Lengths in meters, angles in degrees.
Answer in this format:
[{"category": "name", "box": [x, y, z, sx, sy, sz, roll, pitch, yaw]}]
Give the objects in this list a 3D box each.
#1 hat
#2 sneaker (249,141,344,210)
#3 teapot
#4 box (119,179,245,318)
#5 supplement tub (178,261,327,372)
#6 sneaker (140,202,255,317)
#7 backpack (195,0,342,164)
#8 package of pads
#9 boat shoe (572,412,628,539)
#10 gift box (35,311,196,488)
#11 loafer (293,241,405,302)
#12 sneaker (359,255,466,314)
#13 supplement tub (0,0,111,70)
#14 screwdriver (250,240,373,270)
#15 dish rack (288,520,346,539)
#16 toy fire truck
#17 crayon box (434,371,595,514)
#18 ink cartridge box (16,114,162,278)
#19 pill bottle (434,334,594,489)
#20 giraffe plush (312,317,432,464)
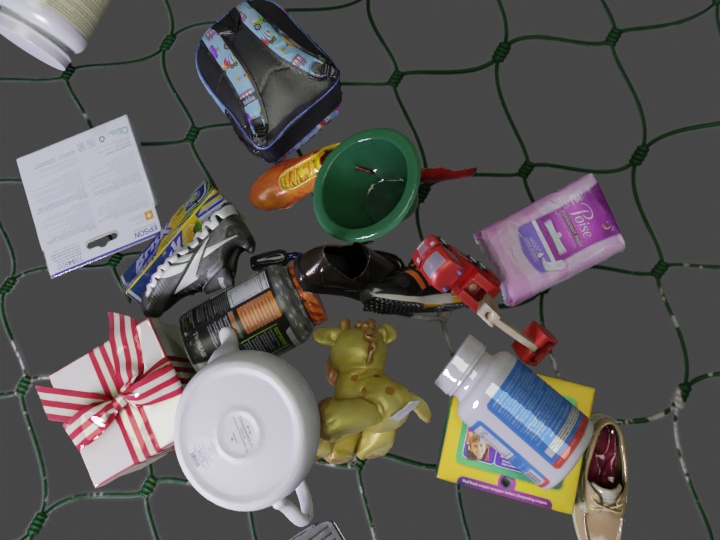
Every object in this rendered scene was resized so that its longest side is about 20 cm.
[{"category": "hat", "box": [0.054, -0.098, 1.033, 0.195, 0.175, 0.171, -6, 71, 28]}, {"category": "sneaker", "box": [-0.083, -0.152, 1.064, 0.195, 0.077, 0.075, -25, 83, 2]}, {"category": "teapot", "box": [-0.130, 0.198, 0.885, 0.192, 0.146, 0.206, 16, 89, 9]}, {"category": "box", "box": [-0.270, -0.033, 1.054, 0.201, 0.064, 0.070, -50, 123, -4]}, {"category": "supplement tub", "box": [-0.153, 0.074, 1.015, 0.196, 0.123, 0.125, -27, 81, -1]}, {"category": "sneaker", "box": [-0.226, 0.003, 0.994, 0.090, 0.067, 0.200, 42, 83, 14]}, {"category": "backpack", "box": [-0.143, -0.291, 1.056, 0.182, 0.135, 0.201, -42, 82, -2]}, {"category": "package of pads", "box": [0.276, -0.042, 1.026, 0.196, 0.076, 0.123, -26, 84, 0]}, {"category": "boat shoe", "box": [0.337, 0.306, 0.979, 0.071, 0.066, 0.207, -1, 82, 4]}, {"category": "gift box", "box": [-0.320, 0.172, 0.981, 0.182, 0.187, 0.203, -33, 82, -1]}, {"category": "loafer", "box": [0.000, 0.000, 0.993, 0.071, 0.196, 0.075, -34, 65, 43]}, {"category": "sneaker", "box": [0.078, 0.011, 1.005, 0.195, 0.069, 0.093, 2, 74, -32]}, {"category": "supplement tub", "box": [-0.472, -0.437, 1.093, 0.142, 0.145, 0.204, 26, 84, 7]}, {"category": "screwdriver", "box": [-0.074, -0.023, 1.072, 0.193, 0.028, 0.030, -6, 112, 2]}, {"category": "dish rack", "box": [-0.047, 0.472, 0.990, 0.151, 0.055, 0.203, -34, 81, -2]}, {"category": "toy fire truck", "box": [0.165, 0.041, 0.932, 0.049, 0.197, 0.142, -48, 40, 17]}, {"category": "crayon box", "box": [0.219, 0.231, 1.002, 0.194, 0.058, 0.178, 13, 82, 6]}, {"category": "ink cartridge box", "box": [-0.420, -0.114, 1.099, 0.194, 0.041, 0.206, -20, 82, 1]}, {"category": "pill bottle", "box": [0.198, 0.180, 0.924, 0.199, 0.112, 0.113, 40, 86, 9]}, {"category": "giraffe plush", "box": [-0.006, 0.157, 0.987, 0.199, 0.170, 0.166, -37, 53, 28]}]
